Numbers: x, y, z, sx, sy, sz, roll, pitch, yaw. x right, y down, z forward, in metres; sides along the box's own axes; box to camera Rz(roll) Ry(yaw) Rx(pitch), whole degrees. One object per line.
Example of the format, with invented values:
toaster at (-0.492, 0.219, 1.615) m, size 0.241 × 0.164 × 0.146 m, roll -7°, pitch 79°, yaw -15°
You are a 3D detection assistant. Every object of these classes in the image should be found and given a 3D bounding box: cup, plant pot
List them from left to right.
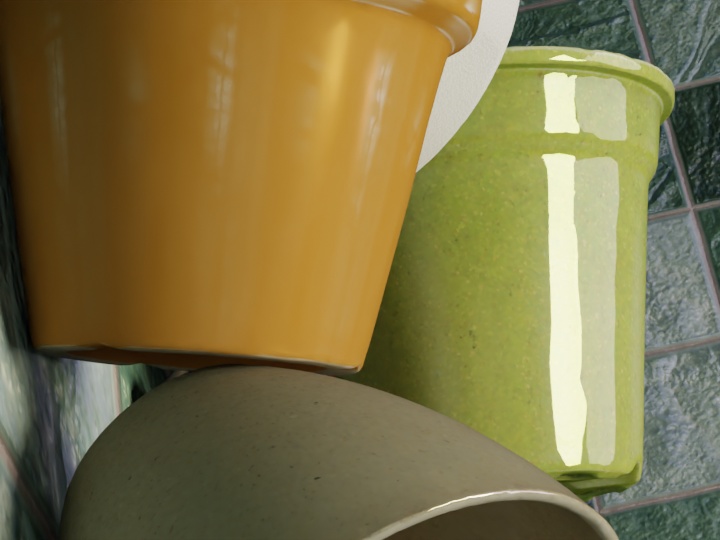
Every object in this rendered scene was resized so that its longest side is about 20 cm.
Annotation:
plant pot at (-0.056, -0.057, 0.851) m, size 0.200 × 0.199 × 0.185 m, roll 53°, pitch 41°, yaw -82°
cup at (-0.027, 0.115, 0.784) m, size 0.143 × 0.200 × 0.201 m, roll 45°, pitch -20°, yaw 41°
plant pot at (0.058, 0.015, 1.051) m, size 0.200 × 0.199 × 0.186 m, roll 63°, pitch 21°, yaw -77°

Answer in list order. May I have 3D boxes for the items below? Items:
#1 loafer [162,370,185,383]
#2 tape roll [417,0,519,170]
loafer at (-0.051, 0.140, 1.024) m, size 0.073 × 0.070 × 0.201 m, roll 68°, pitch 11°, yaw -72°
tape roll at (-0.022, -0.118, 0.991) m, size 0.037 × 0.202 × 0.204 m, roll 34°, pitch 38°, yaw -50°
